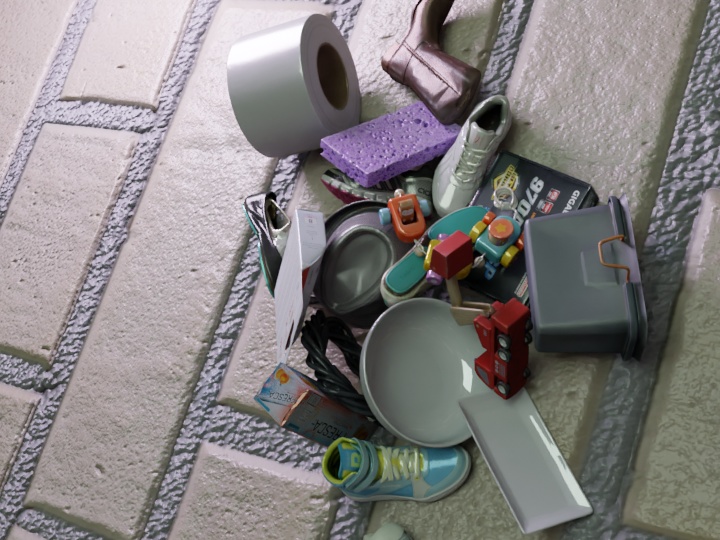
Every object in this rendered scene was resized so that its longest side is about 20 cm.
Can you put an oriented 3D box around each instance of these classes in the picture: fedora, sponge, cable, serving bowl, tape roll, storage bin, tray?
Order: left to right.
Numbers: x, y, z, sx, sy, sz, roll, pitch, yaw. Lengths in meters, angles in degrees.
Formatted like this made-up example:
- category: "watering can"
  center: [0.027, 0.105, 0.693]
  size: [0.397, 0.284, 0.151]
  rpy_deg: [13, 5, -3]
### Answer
- category: "tape roll"
  center: [-0.102, -0.293, 1.696]
  size: [0.138, 0.202, 0.205]
  rpy_deg: [-11, 64, 26]
- category: "cable"
  center: [-0.025, 0.135, 1.486]
  size: [0.051, 0.162, 0.201]
  rpy_deg: [-46, 58, 20]
- category: "fedora"
  center: [0.000, 0.000, 1.522]
  size: [0.177, 0.090, 0.200]
  rpy_deg: [43, 110, 4]
- category: "sponge"
  center: [0.050, -0.191, 1.596]
  size: [0.199, 0.030, 0.111]
  rpy_deg: [-25, 47, -31]
- category: "serving bowl"
  center: [0.083, 0.142, 1.432]
  size: [0.066, 0.198, 0.203]
  rpy_deg: [143, 137, -62]
- category: "tray"
  center: [0.206, 0.242, 1.368]
  size: [0.106, 0.022, 0.201]
  rpy_deg: [-11, 54, -22]
- category: "storage bin"
  center: [0.280, 0.011, 1.352]
  size: [0.132, 0.146, 0.203]
  rpy_deg: [-6, 66, 5]

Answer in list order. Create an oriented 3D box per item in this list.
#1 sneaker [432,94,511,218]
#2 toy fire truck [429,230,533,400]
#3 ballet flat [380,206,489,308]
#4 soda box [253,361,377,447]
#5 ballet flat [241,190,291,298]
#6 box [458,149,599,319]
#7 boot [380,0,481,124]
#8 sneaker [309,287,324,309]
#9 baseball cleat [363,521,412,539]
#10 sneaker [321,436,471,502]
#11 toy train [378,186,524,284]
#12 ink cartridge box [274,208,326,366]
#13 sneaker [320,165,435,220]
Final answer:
- category: "sneaker"
  center: [0.159, -0.172, 1.543]
  size: [0.077, 0.099, 0.202]
  rpy_deg: [23, 82, 5]
- category: "toy fire truck"
  center: [0.156, 0.061, 1.379]
  size: [0.049, 0.202, 0.141]
  rpy_deg: [-34, 50, -26]
- category: "ballet flat"
  center: [0.103, -0.018, 1.480]
  size: [0.199, 0.063, 0.067]
  rpy_deg: [-36, 66, -18]
- category: "soda box"
  center: [-0.058, 0.194, 1.457]
  size: [0.068, 0.200, 0.064]
  rpy_deg: [39, 91, 37]
- category: "ballet flat"
  center: [-0.137, -0.050, 1.695]
  size: [0.068, 0.068, 0.202]
  rpy_deg: [-26, 58, 8]
- category: "box"
  center: [0.219, -0.053, 1.499]
  size: [0.158, 0.046, 0.201]
  rpy_deg: [28, 85, 36]
- category: "boot"
  center: [0.137, -0.339, 1.646]
  size: [0.187, 0.064, 0.200]
  rpy_deg: [-56, 43, 13]
- category: "sneaker"
  center: [-0.017, -0.023, 1.606]
  size: [0.200, 0.075, 0.081]
  rpy_deg: [-41, 55, 9]
- category: "baseball cleat"
  center: [-0.001, 0.428, 1.403]
  size: [0.200, 0.070, 0.106]
  rpy_deg: [-49, 54, 4]
- category: "sneaker"
  center: [0.039, 0.261, 1.415]
  size: [0.198, 0.130, 0.081]
  rpy_deg: [-15, 61, 22]
- category: "toy train"
  center: [0.131, -0.064, 1.438]
  size: [0.197, 0.056, 0.152]
  rpy_deg: [-9, 65, -8]
- category: "ink cartridge box"
  center: [-0.082, 0.040, 1.475]
  size: [0.201, 0.056, 0.164]
  rpy_deg: [-103, 24, -46]
- category: "sneaker"
  center: [0.034, -0.137, 1.630]
  size: [0.198, 0.074, 0.088]
  rpy_deg: [14, 75, 30]
